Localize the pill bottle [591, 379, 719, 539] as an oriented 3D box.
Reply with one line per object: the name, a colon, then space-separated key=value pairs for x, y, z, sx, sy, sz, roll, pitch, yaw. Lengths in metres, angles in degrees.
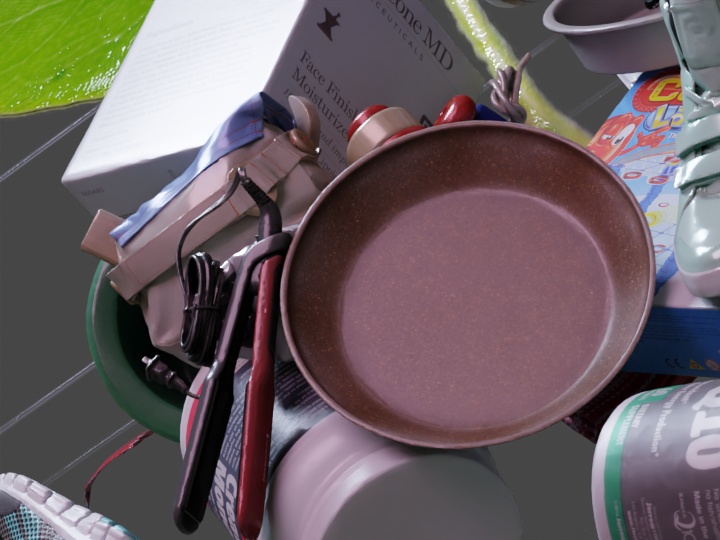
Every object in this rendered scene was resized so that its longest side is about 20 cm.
pill bottle: x=0.220 y=0.102 z=1.452 sx=0.200 sy=0.113 sz=0.113 roll=-12 pitch=43 yaw=40

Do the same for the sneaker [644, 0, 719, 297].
sneaker: x=0.181 y=-0.082 z=1.565 sx=0.074 sy=0.118 sz=0.201 roll=-16 pitch=35 yaw=28

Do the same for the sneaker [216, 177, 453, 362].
sneaker: x=0.000 y=0.000 z=1.676 sx=0.199 sy=0.075 sz=0.081 roll=-20 pitch=0 yaw=-16

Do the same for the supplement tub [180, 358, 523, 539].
supplement tub: x=-0.007 y=0.116 z=1.660 sx=0.140 sy=0.140 sz=0.200 roll=-44 pitch=31 yaw=-2

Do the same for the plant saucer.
plant saucer: x=0.058 y=0.013 z=1.592 sx=0.200 sy=0.037 sz=0.201 roll=-5 pitch=59 yaw=9

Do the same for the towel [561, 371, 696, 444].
towel: x=0.144 y=0.020 z=1.722 sx=0.145 sy=0.022 sz=0.200 roll=-46 pitch=31 yaw=-7

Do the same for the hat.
hat: x=-0.084 y=0.048 z=1.869 sx=0.199 sy=0.176 sz=0.166 roll=-1 pitch=75 yaw=3

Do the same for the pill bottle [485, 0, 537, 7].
pill bottle: x=0.158 y=-0.246 z=1.939 sx=0.200 sy=0.111 sz=0.111 roll=-15 pitch=41 yaw=37

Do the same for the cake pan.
cake pan: x=0.208 y=-0.167 z=1.792 sx=0.200 sy=0.037 sz=0.200 roll=-19 pitch=15 yaw=5

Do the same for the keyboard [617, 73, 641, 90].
keyboard: x=0.190 y=-0.125 z=1.855 sx=0.056 sy=0.011 sz=0.200 roll=-39 pitch=31 yaw=6

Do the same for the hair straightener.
hair straightener: x=-0.082 y=0.042 z=1.600 sx=0.077 sy=0.041 sz=0.201 roll=2 pitch=78 yaw=15

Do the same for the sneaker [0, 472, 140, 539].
sneaker: x=-0.191 y=0.187 z=1.849 sx=0.091 sy=0.078 sz=0.200 roll=-54 pitch=32 yaw=-11

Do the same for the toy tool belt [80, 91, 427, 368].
toy tool belt: x=-0.064 y=-0.047 z=1.733 sx=0.200 sy=0.125 sz=0.123 roll=-43 pitch=61 yaw=5

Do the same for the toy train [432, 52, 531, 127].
toy train: x=0.062 y=-0.046 z=1.849 sx=0.116 sy=0.085 sz=0.200 roll=-50 pitch=10 yaw=30

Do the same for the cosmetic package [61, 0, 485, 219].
cosmetic package: x=-0.053 y=-0.089 z=1.932 sx=0.165 sy=0.165 sz=0.200 roll=-12 pitch=42 yaw=39

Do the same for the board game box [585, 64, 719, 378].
board game box: x=0.193 y=-0.031 z=1.658 sx=0.200 sy=0.056 sz=0.196 roll=2 pitch=46 yaw=48
